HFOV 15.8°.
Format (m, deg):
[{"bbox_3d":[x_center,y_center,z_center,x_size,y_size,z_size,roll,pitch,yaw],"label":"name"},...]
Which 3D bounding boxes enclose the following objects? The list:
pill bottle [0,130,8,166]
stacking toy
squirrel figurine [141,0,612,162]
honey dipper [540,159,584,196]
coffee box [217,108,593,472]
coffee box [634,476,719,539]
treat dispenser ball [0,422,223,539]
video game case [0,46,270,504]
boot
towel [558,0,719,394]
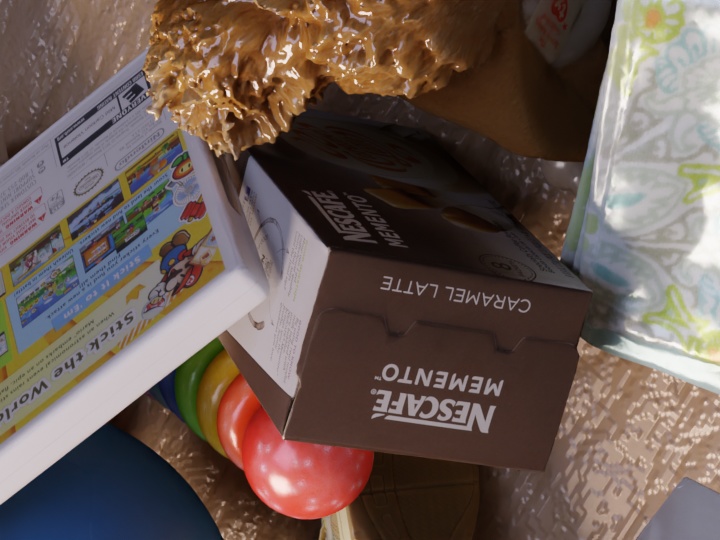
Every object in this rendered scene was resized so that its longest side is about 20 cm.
[{"bbox_3d":[-0.198,0.036,1.277,0.112,0.112,0.200,-10,87,39],"label":"pill bottle"},{"bbox_3d":[-0.045,0.048,1.125,0.200,0.085,0.085,42,122,59],"label":"stacking toy"},{"bbox_3d":[-0.005,-0.120,1.052,0.187,0.200,0.142,16,111,37],"label":"squirrel figurine"},{"bbox_3d":[0.133,0.022,1.060,0.200,0.038,0.038,52,123,25],"label":"honey dipper"},{"bbox_3d":[0.000,0.000,1.059,0.200,0.114,0.080,-129,51,-63],"label":"coffee box"},{"bbox_3d":[0.117,0.193,0.988,0.113,0.200,0.080,27,155,34],"label":"coffee box"},{"bbox_3d":[-0.151,0.158,1.131,0.201,0.201,0.201,5,97,38],"label":"treat dispenser ball"},{"bbox_3d":[-0.134,0.013,1.067,0.200,0.023,0.182,-37,35,11],"label":"video game case"},{"bbox_3d":[-0.012,0.144,1.163,0.155,0.073,0.200,-35,55,51],"label":"boot"},{"bbox_3d":[0.176,-0.021,0.965,0.200,0.048,0.171,20,125,18],"label":"towel"}]
